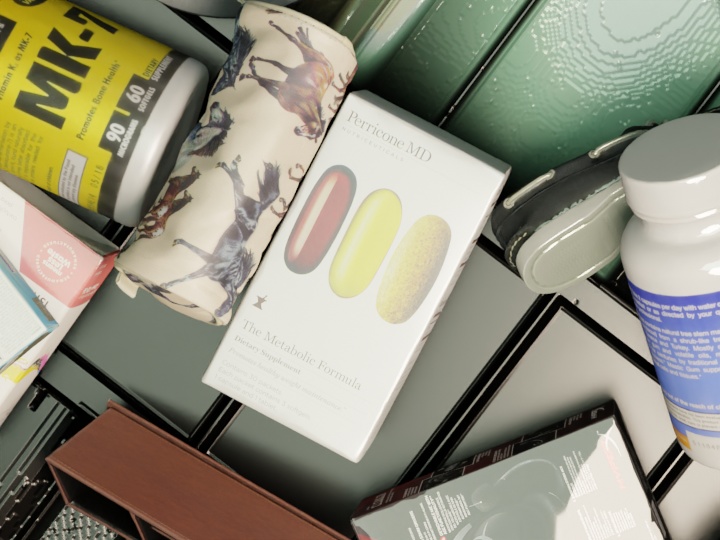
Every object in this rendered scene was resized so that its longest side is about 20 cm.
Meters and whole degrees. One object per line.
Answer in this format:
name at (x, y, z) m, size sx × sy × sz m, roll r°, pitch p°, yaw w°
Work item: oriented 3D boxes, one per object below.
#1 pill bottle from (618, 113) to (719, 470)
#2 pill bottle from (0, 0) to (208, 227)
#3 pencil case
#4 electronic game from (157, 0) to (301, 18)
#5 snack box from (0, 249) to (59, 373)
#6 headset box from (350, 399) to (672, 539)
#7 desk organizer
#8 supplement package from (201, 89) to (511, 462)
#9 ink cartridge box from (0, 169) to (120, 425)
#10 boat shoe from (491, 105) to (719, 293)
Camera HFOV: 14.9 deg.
pill bottle at (0.221, 0.011, 1.653) m, size 0.112 × 0.112 × 0.200 m, roll -16°, pitch 118°, yaw 7°
pill bottle at (-0.206, -0.117, 1.717) m, size 0.200 × 0.114 × 0.115 m, roll 24°, pitch 97°, yaw 3°
pencil case at (-0.077, -0.064, 1.662) m, size 0.078 × 0.089 × 0.200 m, roll 28°, pitch 88°, yaw -40°
electronic game at (-0.081, -0.258, 1.727) m, size 0.199 × 0.042 × 0.201 m, roll 0°, pitch 87°, yaw 7°
snack box at (-0.301, 0.051, 1.710) m, size 0.200 × 0.037 × 0.116 m, roll -38°, pitch 88°, yaw 8°
headset box at (0.096, 0.189, 1.731) m, size 0.200 × 0.077 × 0.149 m, roll -23°, pitch 92°, yaw 8°
desk organizer at (-0.103, 0.170, 1.715) m, size 0.200 × 0.077 × 0.072 m, roll 29°, pitch 126°, yaw 17°
supplement package at (0.000, 0.000, 1.708) m, size 0.114 × 0.110 × 0.200 m, roll 27°, pitch 97°, yaw 3°
ink cartridge box at (-0.259, 0.037, 1.758) m, size 0.116 × 0.067 × 0.200 m, roll 36°, pitch 98°, yaw 2°
boat shoe at (0.174, -0.062, 1.707) m, size 0.200 × 0.076 × 0.060 m, roll -27°, pitch 51°, yaw -7°
